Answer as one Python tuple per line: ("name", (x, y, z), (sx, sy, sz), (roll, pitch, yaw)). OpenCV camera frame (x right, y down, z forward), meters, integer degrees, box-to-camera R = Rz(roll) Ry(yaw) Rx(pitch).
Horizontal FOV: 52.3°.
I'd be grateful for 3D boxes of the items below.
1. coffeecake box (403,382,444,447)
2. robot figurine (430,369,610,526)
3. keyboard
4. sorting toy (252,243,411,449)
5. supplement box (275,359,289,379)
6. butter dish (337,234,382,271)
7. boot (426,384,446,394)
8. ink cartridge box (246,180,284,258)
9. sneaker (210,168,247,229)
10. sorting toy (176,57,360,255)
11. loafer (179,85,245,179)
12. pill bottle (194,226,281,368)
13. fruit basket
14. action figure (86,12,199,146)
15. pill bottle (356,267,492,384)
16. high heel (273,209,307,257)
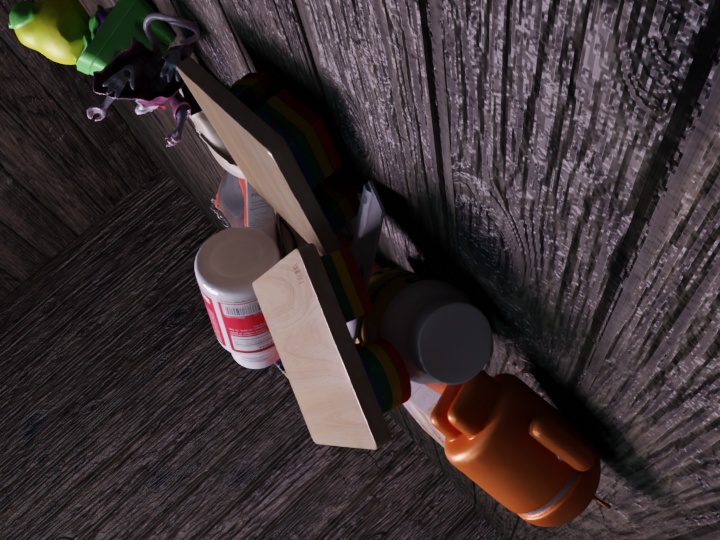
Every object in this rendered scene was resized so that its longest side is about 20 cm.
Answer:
("coffeecake box", (0.146, 0.255, 1.302), (0.154, 0.073, 0.200), (52, 170, -25))
("robot figurine", (0.169, 0.190, 0.778), (0.199, 0.144, 0.117), (39, -155, -8))
("keyboard", (0.000, 0.000, 0.802), (0.057, 0.011, 0.201), (-117, 29, -44))
("sorting toy", (-0.028, 0.078, 0.778), (0.201, 0.069, 0.200), (68, 156, 2))
("supplement box", (-0.070, 0.110, 1.326), (0.134, 0.200, 0.200), (42, 170, 37))
("butter dish", (0.000, 0.080, 1.052), (0.147, 0.201, 0.199), (24, -170, -27))
("boot", (0.100, 0.145, 1.099), (0.107, 0.075, 0.200), (43, 172, -8))
("ink cartridge box", (-0.129, -0.091, 1.109), (0.163, 0.056, 0.202), (65, -158, -65))
("sneaker", (-0.198, -0.123, 1.129), (0.077, 0.081, 0.202), (48, -149, -74))
("sorting toy", (-0.089, -0.133, 0.814), (0.199, 0.069, 0.201), (44, 169, 35))
("loafer", (-0.200, -0.209, 1.033), (0.200, 0.076, 0.068), (46, 176, 17))
("pill bottle", (-0.153, 0.045, 1.003), (0.112, 0.112, 0.201), (42, 154, 30))
("fruit basket", (-0.393, -0.354, 1.077), (0.215, 0.156, 0.216), (34, 176, 3))
("action figure", (-0.286, -0.254, 0.972), (0.133, 0.151, 0.200), (17, -177, -10))
("pill bottle", (0.063, 0.061, 0.804), (0.112, 0.111, 0.200), (51, 170, -17))
("high heel", (-0.074, -0.035, 0.972), (0.143, 0.070, 0.202), (-105, 9, -56))
